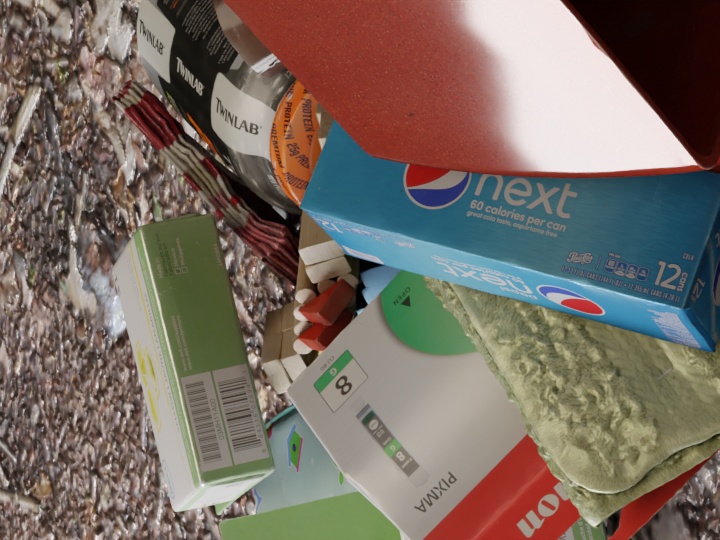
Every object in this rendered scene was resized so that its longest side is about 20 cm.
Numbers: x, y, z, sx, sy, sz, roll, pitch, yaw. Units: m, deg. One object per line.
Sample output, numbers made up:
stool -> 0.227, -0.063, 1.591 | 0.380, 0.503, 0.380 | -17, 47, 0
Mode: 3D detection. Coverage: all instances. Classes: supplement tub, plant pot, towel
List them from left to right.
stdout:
towel -> -0.055, -0.028, 1.585 | 0.023, 0.144, 0.200 | -47, 44, 2
supplement tub -> -0.037, -0.108, 1.530 | 0.200, 0.122, 0.123 | 46, 130, 55
plant pot -> 0.051, -0.158, 1.220 | 0.176, 0.200, 0.200 | -14, 42, 39
towel -> 0.118, 0.007, 1.314 | 0.148, 0.036, 0.200 | -36, 61, 6

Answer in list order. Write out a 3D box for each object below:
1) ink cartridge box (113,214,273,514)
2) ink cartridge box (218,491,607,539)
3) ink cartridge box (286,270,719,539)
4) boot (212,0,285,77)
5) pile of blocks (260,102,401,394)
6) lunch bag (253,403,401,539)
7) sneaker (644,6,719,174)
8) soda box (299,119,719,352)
ink cartridge box -> -0.101, 0.062, 1.556 | 0.200, 0.048, 0.146 | 136, 120, -72
ink cartridge box -> 0.033, 0.174, 1.416 | 0.048, 0.199, 0.146 | 57, -159, -77
ink cartridge box -> 0.068, 0.067, 1.354 | 0.161, 0.050, 0.200 | -46, 41, 7
boot -> -0.018, -0.217, 1.403 | 0.200, 0.064, 0.187 | -27, 74, 36
pile of blocks -> 0.000, 0.000, 1.434 | 0.062, 0.082, 0.200 | -86, 9, -52
lunch bag -> 0.016, 0.158, 1.524 | 0.160, 0.077, 0.200 | -37, 62, 55
sneaker -> 0.152, -0.120, 1.293 | 0.200, 0.084, 0.075 | 62, 139, 33
soda box -> 0.078, -0.025, 1.285 | 0.200, 0.064, 0.068 | 15, 76, 25
